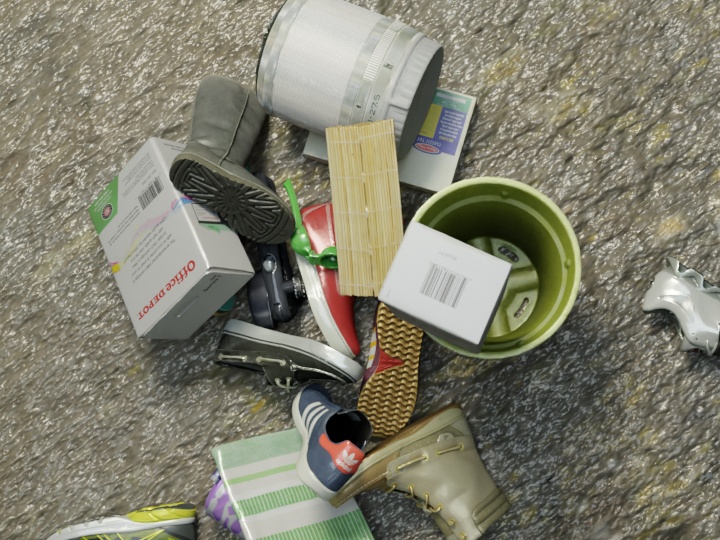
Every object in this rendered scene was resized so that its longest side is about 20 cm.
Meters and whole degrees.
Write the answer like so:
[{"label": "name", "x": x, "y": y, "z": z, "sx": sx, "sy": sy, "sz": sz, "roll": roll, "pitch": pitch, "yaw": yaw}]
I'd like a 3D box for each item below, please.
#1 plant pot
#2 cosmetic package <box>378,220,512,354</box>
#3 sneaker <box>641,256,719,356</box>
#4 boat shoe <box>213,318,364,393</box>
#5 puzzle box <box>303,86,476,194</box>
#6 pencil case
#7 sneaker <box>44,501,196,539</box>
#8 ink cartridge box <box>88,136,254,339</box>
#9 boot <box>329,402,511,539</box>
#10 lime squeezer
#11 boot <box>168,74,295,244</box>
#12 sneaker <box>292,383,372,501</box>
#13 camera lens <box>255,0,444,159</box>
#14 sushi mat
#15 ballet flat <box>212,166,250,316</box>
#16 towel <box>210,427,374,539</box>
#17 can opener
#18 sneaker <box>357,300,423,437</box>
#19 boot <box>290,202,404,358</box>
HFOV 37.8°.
[{"label": "plant pot", "x": 0.151, "y": 0.008, "z": 1.234, "sx": 0.198, "sy": 0.184, "sz": 0.203, "roll": -1, "pitch": 82, "yaw": 7}, {"label": "cosmetic package", "x": 0.086, "y": 0.023, "z": 1.045, "sx": 0.107, "sy": 0.200, "sz": 0.086, "roll": 24, "pitch": 87, "yaw": 7}, {"label": "sneaker", "x": 0.428, "y": 0.074, "z": 1.254, "sx": 0.199, "sy": 0.074, "sz": 0.089, "roll": 35, "pitch": 87, "yaw": 19}, {"label": "boat shoe", "x": -0.090, "y": 0.116, "z": 1.288, "sx": 0.198, "sy": 0.071, "sz": 0.064, "roll": 13, "pitch": 69, "yaw": 28}, {"label": "puzzle box", "x": 0.038, "y": -0.183, "z": 1.354, "sx": 0.198, "sy": 0.025, "sz": 0.134, "roll": 17, "pitch": 84, "yaw": 8}, {"label": "pencil case", "x": -0.095, "y": 0.308, "z": 1.276, "sx": 0.199, "sy": 0.084, "sz": 0.086, "roll": 35, "pitch": 64, "yaw": 8}, {"label": "sneaker", "x": -0.295, "y": 0.342, "z": 1.292, "sx": 0.198, "sy": 0.074, "sz": 0.086, "roll": -12, "pitch": 81, "yaw": 5}, {"label": "ink cartridge box", "x": -0.234, "y": -0.036, "z": 1.286, "sx": 0.145, "sy": 0.084, "sz": 0.201, "roll": -41, "pitch": 62, "yaw": 27}, {"label": "boot", "x": 0.070, "y": 0.269, "z": 1.245, "sx": 0.199, "sy": 0.073, "sz": 0.156, "roll": -27, "pitch": 86, "yaw": -22}, {"label": "lime squeezer", "x": -0.039, "y": -0.031, "z": 1.282, "sx": 0.199, "sy": 0.038, "sz": 0.070, "roll": 37, "pitch": 48, "yaw": 19}, {"label": "boot", "x": -0.144, "y": -0.142, "z": 1.309, "sx": 0.181, "sy": 0.201, "sz": 0.073, "roll": 37, "pitch": 119, "yaw": -17}, {"label": "sneaker", "x": -0.027, "y": 0.181, "z": 1.230, "sx": 0.084, "sy": 0.200, "sz": 0.075, "roll": -43, "pitch": 113, "yaw": 14}, {"label": "camera lens", "x": -0.017, "y": -0.238, "z": 1.274, "sx": 0.198, "sy": 0.160, "sz": 0.161, "roll": 22, "pitch": 85, "yaw": 9}, {"label": "sushi mat", "x": 0.007, "y": -0.070, "z": 1.216, "sx": 0.095, "sy": 0.012, "sz": 0.202, "roll": -1, "pitch": 98, "yaw": 31}, {"label": "ballet flat", "x": -0.186, "y": -0.042, "z": 1.344, "sx": 0.070, "sy": 0.071, "sz": 0.202, "roll": 5, "pitch": 81, "yaw": 7}, {"label": "towel", "x": -0.072, "y": 0.277, "z": 1.238, "sx": 0.151, "sy": 0.023, "sz": 0.201, "roll": -10, "pitch": 56, "yaw": -29}, {"label": "can opener", "x": -0.114, "y": -0.028, "z": 1.330, "sx": 0.078, "sy": 0.063, "sz": 0.202, "roll": -9, "pitch": 82, "yaw": 6}, {"label": "sneaker", "x": 0.043, "y": 0.106, "z": 1.294, "sx": 0.074, "sy": 0.090, "sz": 0.202, "roll": 13, "pitch": 110, "yaw": 1}, {"label": "boot", "x": 0.000, "y": 0.000, "z": 1.312, "sx": 0.143, "sy": 0.072, "sz": 0.202, "roll": -18, "pitch": 77, "yaw": 2}]
